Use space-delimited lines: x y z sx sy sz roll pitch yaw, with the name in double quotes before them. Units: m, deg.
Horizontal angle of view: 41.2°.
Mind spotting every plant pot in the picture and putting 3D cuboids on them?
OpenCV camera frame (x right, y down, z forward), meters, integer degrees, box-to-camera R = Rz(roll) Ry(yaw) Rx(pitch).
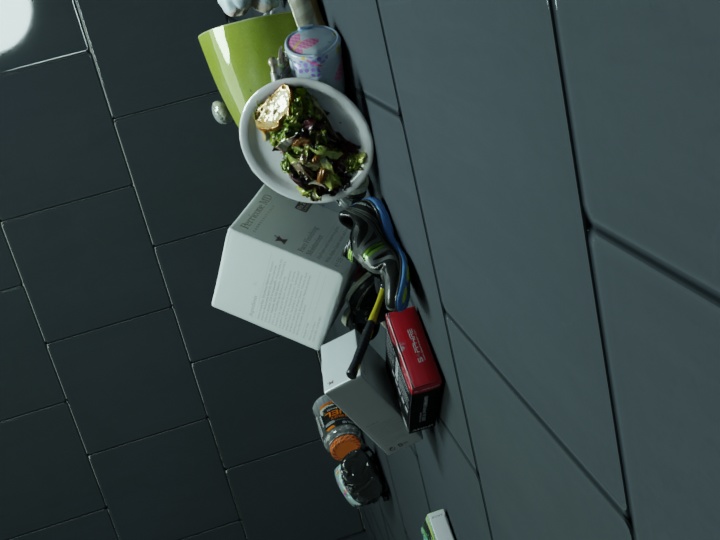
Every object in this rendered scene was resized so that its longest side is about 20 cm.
"plant pot" -0.153 -0.304 1.578 0.187 0.186 0.201 -149 46 -79

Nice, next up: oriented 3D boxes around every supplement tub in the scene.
"supplement tub" -0.069 0.485 2.970 0.200 0.122 0.123 -116 12 -49

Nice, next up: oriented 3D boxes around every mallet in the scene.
"mallet" 0.018 0.063 1.374 0.066 0.041 0.200 90 -163 -45

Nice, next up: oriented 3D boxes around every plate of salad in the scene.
"plate of salad" -0.080 -0.177 1.359 0.048 0.199 0.201 -70 -26 -53

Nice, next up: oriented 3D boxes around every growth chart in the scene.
"growth chart" -0.102 -0.275 1.445 0.200 0.018 0.145 -64 -28 -67

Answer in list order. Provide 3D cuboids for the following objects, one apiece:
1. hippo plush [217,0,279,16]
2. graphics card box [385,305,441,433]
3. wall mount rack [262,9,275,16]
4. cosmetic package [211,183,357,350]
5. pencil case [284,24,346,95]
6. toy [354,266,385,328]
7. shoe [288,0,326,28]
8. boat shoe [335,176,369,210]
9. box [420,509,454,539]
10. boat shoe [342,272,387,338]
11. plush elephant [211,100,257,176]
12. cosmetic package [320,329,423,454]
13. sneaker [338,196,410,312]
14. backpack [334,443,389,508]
"hippo plush" -0.149 -0.495 1.516 0.161 0.159 0.201 28 94 55
"graphics card box" 0.077 0.153 1.437 0.200 0.051 0.126 89 164 -61
"wall mount rack" -0.187 -0.504 1.788 0.200 0.074 0.175 -160 68 -81
"cosmetic package" -0.114 -0.008 1.578 0.165 0.199 0.165 -62 -7 -55
"pencil case" -0.058 -0.260 1.415 0.201 0.083 0.091 81 -176 -45
"toy" 0.000 0.000 1.685 0.115 0.047 0.201 -125 20 -63
"shoe" -0.083 -0.377 1.454 0.070 0.053 0.201 -134 28 -75
"boat shoe" -0.041 -0.165 1.529 0.200 0.074 0.066 55 150 40
"box" 0.152 0.520 1.734 0.200 0.036 0.145 93 159 -67
"boat shoe" 0.016 0.062 1.577 0.066 0.074 0.200 49 152 15
"plush elephant" -0.131 -0.274 1.716 0.155 0.200 0.165 13 136 56
"cosmetic package" 0.019 0.198 1.544 0.200 0.071 0.102 48 -158 -38
"sneaker" 0.020 -0.017 1.364 0.071 0.082 0.200 83 168 -54
"backpack" -0.001 0.581 2.665 0.200 0.126 0.168 88 160 -74
